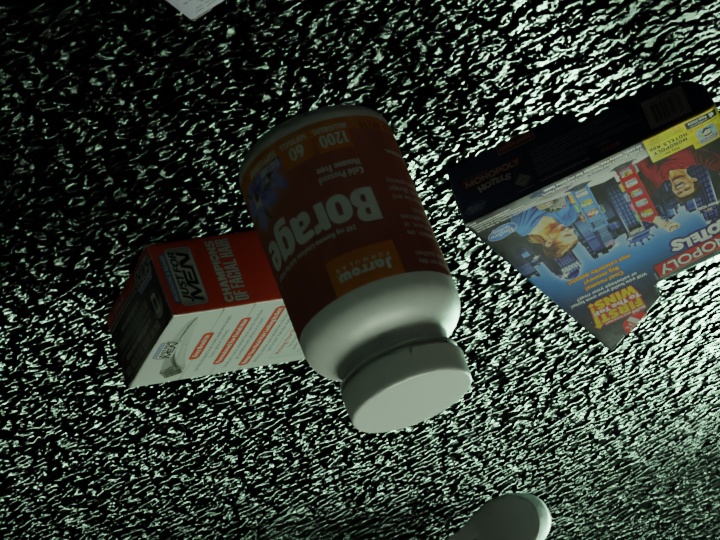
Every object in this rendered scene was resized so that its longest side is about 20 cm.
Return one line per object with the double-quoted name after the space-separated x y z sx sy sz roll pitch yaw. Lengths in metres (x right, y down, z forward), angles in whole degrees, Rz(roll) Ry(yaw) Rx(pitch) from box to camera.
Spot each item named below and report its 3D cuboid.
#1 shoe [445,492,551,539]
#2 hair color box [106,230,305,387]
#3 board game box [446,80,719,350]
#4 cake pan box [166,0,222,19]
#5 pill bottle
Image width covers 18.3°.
0.161 0.287 2.384 0.090 0.072 0.200 -5 156 -37 "shoe"
-0.074 0.021 1.633 0.198 0.064 0.111 -9 154 -30 "hair color box"
0.194 -0.037 1.665 0.199 0.062 0.200 -25 137 9 "board game box"
-0.063 -0.222 1.154 0.199 0.053 0.184 -30 153 16 "cake pan box"
0.000 0.000 1.482 0.111 0.201 0.112 -18 156 -9 "pill bottle"
